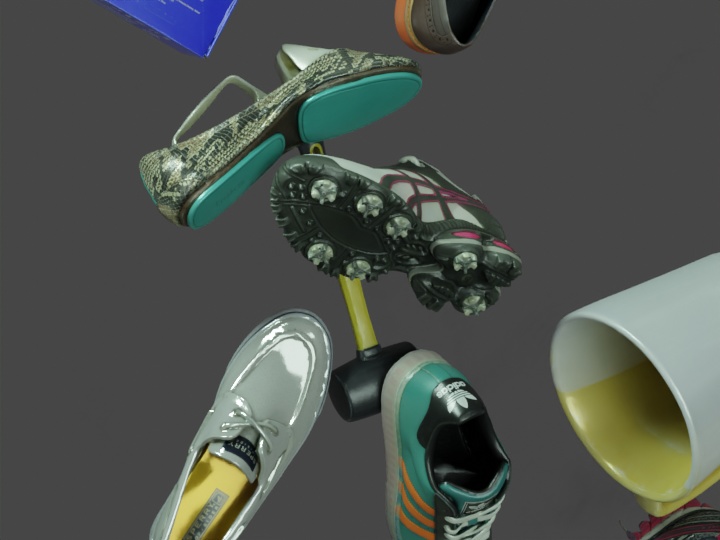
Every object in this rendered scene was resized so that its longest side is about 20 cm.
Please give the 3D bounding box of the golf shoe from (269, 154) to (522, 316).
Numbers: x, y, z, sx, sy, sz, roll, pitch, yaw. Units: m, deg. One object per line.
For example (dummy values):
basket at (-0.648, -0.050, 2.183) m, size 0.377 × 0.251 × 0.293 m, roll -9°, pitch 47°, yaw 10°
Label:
golf shoe at (0.016, -0.037, 1.545) m, size 0.200 × 0.088 × 0.077 m, roll 25°, pitch 126°, yaw -36°

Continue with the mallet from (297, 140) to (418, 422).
mallet at (0.000, 0.000, 1.579) m, size 0.066 × 0.041 × 0.200 m, roll -13°, pitch 100°, yaw -23°

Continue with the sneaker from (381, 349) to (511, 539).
sneaker at (0.063, 0.153, 1.588) m, size 0.071 × 0.080 × 0.200 m, roll -26°, pitch 127°, yaw -20°

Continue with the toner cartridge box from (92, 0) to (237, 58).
toner cartridge box at (-0.162, -0.221, 1.458) m, size 0.200 × 0.043 × 0.095 m, roll 30°, pitch 85°, yaw -26°

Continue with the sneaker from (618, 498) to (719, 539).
sneaker at (0.196, 0.238, 1.687) m, size 0.200 × 0.075 × 0.081 m, roll -39°, pitch 113°, yaw -13°

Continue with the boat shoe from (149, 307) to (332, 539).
boat shoe at (-0.078, 0.116, 1.533) m, size 0.071 × 0.070 × 0.200 m, roll 32°, pitch 87°, yaw -5°

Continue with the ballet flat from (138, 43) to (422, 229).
ballet flat at (-0.057, -0.103, 1.516) m, size 0.200 × 0.068 × 0.075 m, roll -32°, pitch 68°, yaw -17°

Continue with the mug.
mug at (0.233, 0.069, 1.661) m, size 0.153 × 0.187 × 0.149 m, roll -30°, pitch 78°, yaw -26°

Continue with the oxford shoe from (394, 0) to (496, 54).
oxford shoe at (0.085, -0.238, 1.552) m, size 0.071 × 0.073 × 0.200 m, roll 13°, pitch 93°, yaw -25°
